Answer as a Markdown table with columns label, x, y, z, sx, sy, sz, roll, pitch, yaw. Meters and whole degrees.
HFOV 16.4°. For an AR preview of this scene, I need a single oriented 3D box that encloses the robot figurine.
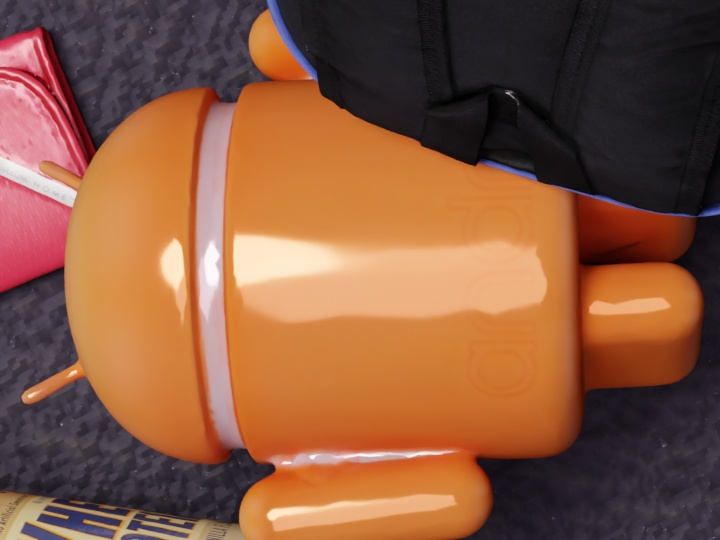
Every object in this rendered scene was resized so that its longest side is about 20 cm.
| label | x | y | z | sx | sy | sz | roll | pitch | yaw |
| --- | --- | --- | --- | --- | --- | --- | --- | --- | --- |
| robot figurine | 0.000 | -0.002 | 0.741 | 0.200 | 0.117 | 0.144 | -2 | 111 | 5 |

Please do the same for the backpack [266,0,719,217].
| label | x | y | z | sx | sy | sz | roll | pitch | yaw |
| --- | --- | --- | --- | --- | --- | --- | --- | --- | --- |
| backpack | 0.069 | -0.121 | 0.630 | 0.183 | 0.147 | 0.200 | 21 | 144 | 14 |

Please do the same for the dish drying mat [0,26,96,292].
| label | x | y | z | sx | sy | sz | roll | pitch | yaw |
| --- | --- | --- | --- | --- | --- | --- | --- | --- | --- |
| dish drying mat | -0.179 | -0.009 | 0.806 | 0.200 | 0.018 | 0.077 | -21 | 97 | 9 |

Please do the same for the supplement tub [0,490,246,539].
| label | x | y | z | sx | sy | sz | roll | pitch | yaw |
| --- | --- | --- | --- | --- | --- | --- | --- | --- | --- |
| supplement tub | -0.103 | 0.140 | 0.758 | 0.200 | 0.144 | 0.145 | 7 | 100 | 4 |
